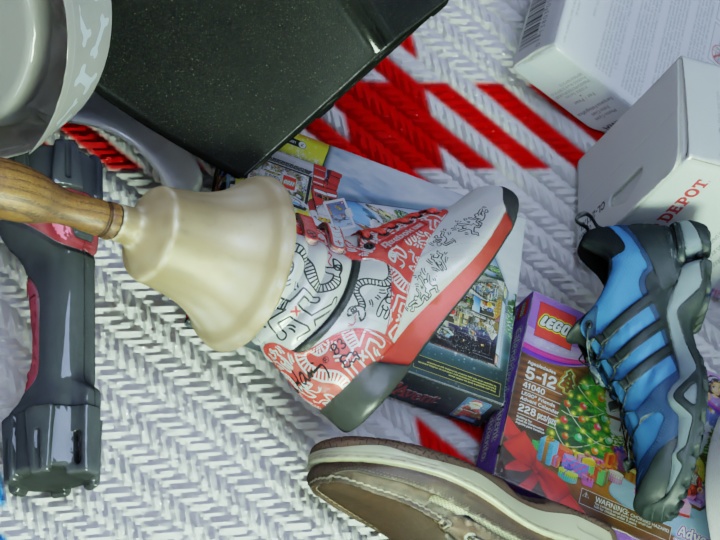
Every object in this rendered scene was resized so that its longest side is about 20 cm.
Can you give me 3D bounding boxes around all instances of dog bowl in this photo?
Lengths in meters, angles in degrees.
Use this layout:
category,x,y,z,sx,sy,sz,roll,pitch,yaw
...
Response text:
category,x,y,z,sx,sy,sz,roll,pitch,yaw
dog bowl,-0.222,-0.152,1.427,0.200,0.200,0.059,52,39,6

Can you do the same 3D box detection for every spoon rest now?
category,x,y,z,sx,sy,sz,roll,pitch,yaw
spoon rest,-0.175,-0.105,1.528,0.200,0.061,0.100,39,57,-5

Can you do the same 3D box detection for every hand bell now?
category,x,y,z,sx,sy,sz,roll,pitch,yaw
hand bell,-0.146,-0.030,1.417,0.199,0.104,0.105,18,57,-32

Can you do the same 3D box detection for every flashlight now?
category,x,y,z,sx,sy,sz,roll,pitch,yaw
flashlight,-0.179,0.028,1.458,0.068,0.068,0.201,0,68,-4

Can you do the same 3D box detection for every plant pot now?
category,x,y,z,sx,sy,sz,roll,pitch,yaw
plant pot,-0.062,-0.174,1.510,0.178,0.200,0.200,50,29,-2

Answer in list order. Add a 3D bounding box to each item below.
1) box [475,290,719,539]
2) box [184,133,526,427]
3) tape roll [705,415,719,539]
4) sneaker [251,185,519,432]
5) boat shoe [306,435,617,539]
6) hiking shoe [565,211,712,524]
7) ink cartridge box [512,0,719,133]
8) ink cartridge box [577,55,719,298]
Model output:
category,x,y,z,sx,sy,sz,roll,pitch,yaw
box,0.173,0.114,1.601,0.199,0.039,0.137,24,56,-14
box,0.000,0.000,1.574,0.199,0.038,0.137,20,58,-16
tape roll,0.293,0.158,1.603,0.202,0.037,0.204,19,61,-38
sneaker,0.009,-0.009,1.517,0.108,0.067,0.202,42,57,-6
boat shoe,0.059,0.159,1.501,0.201,0.075,0.075,20,65,-16
hiking shoe,0.167,0.061,1.570,0.086,0.075,0.201,4,60,3
ink cartridge box,0.203,-0.153,1.765,0.200,0.047,0.161,36,52,-26
ink cartridge box,0.258,-0.049,1.663,0.199,0.146,0.083,14,58,-20
